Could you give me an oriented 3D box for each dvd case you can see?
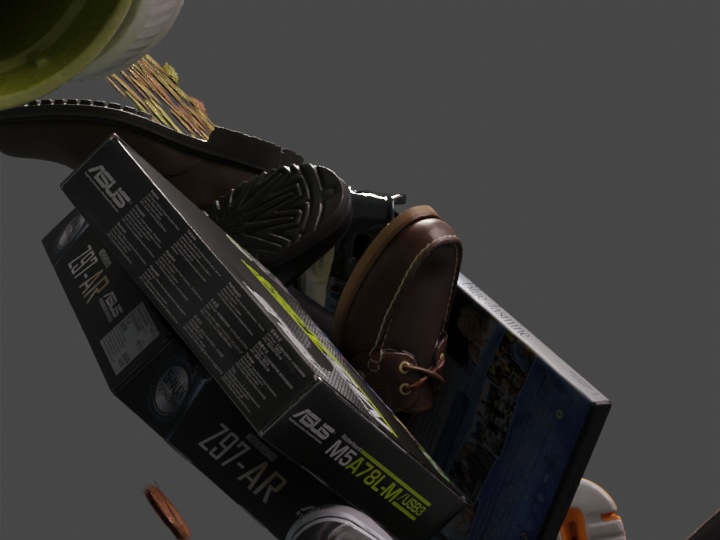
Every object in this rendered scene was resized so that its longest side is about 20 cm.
[{"bbox_3d":[0.055,0.082,1.280,0.018,0.143,0.200,-4,33,-40],"label":"dvd case"}]

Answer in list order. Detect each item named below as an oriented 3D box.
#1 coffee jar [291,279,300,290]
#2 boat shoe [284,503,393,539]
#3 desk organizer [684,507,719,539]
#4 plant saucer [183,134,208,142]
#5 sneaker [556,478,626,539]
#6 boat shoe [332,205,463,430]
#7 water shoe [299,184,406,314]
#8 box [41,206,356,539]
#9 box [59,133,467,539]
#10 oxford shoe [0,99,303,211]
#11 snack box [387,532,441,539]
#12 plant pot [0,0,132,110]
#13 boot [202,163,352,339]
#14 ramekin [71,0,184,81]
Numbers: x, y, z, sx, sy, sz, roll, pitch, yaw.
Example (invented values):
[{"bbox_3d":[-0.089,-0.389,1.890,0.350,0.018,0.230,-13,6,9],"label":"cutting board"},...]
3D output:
[{"bbox_3d":[-0.090,-0.001,1.533,0.104,0.085,0.200,48,4,-1],"label":"coffee jar"},{"bbox_3d":[0.040,0.197,1.084,0.200,0.072,0.071,36,14,-12],"label":"boat shoe"},{"bbox_3d":[0.197,0.236,1.379,0.072,0.200,0.077,48,1,26],"label":"desk organizer"},{"bbox_3d":[-0.134,-0.080,1.511,0.200,0.031,0.200,15,4,-1],"label":"plant saucer"},{"bbox_3d":[0.136,0.217,1.304,0.077,0.078,0.200,-133,-143,-85],"label":"sneaker"},{"bbox_3d":[0.017,0.060,1.257,0.070,0.200,0.070,-10,42,-41],"label":"boat shoe"},{"bbox_3d":[0.000,0.000,1.464,0.200,0.079,0.072,84,7,-74],"label":"water shoe"},{"bbox_3d":[-0.090,0.056,1.201,0.160,0.044,0.200,45,4,-29],"label":"box"},{"bbox_3d":[-0.048,0.040,1.138,0.200,0.048,0.193,48,0,35],"label":"box"},{"bbox_3d":[-0.143,-0.057,1.375,0.200,0.084,0.073,14,-6,6],"label":"oxford shoe"},{"bbox_3d":[0.069,0.195,1.392,0.116,0.037,0.200,28,-8,34],"label":"snack box"},{"bbox_3d":[-0.245,-0.201,1.251,0.200,0.200,0.184,45,-8,-26],"label":"plant pot"},{"bbox_3d":[-0.031,0.027,1.372,0.200,0.165,0.066,45,32,-43],"label":"boot"},{"bbox_3d":[-0.232,-0.234,1.658,0.202,0.202,0.094,46,15,-10],"label":"ramekin"}]
